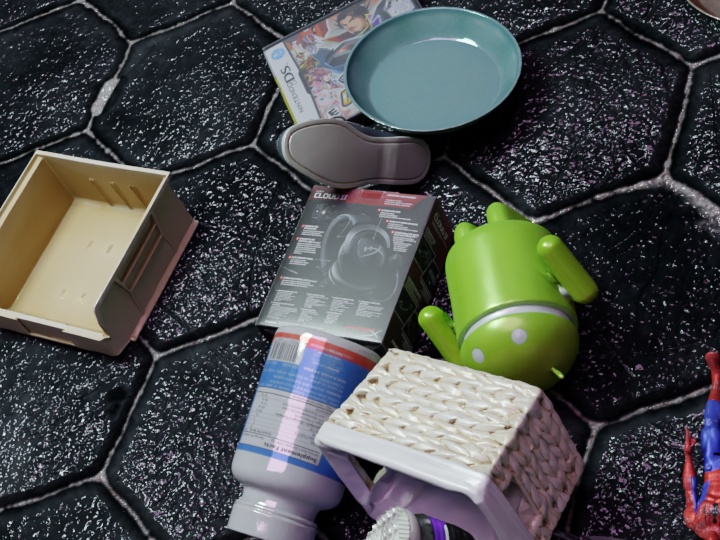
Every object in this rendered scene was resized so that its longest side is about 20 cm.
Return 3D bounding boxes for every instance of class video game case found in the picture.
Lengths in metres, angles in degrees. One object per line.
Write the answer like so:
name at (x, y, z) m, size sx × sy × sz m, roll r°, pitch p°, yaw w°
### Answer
video game case at (-0.003, -0.251, 1.629) m, size 0.200 × 0.026 × 0.181 m, roll -27°, pitch 51°, yaw 3°

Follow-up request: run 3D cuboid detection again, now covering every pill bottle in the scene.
pill bottle at (-0.058, 0.162, 1.298) m, size 0.112 × 0.112 × 0.200 m, roll 11°, pitch 77°, yaw 29°

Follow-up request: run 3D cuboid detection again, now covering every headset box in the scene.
headset box at (0.000, 0.000, 1.420) m, size 0.149 × 0.077 × 0.200 m, roll 6°, pitch 59°, yaw 26°

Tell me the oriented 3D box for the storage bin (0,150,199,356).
storage bin at (-0.323, -0.021, 1.557) m, size 0.200 × 0.094 × 0.199 m, roll 11°, pitch 62°, yaw 28°

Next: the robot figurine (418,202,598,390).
robot figurine at (0.146, 0.033, 1.310) m, size 0.175 × 0.116 × 0.200 m, roll -30°, pitch 48°, yaw 30°

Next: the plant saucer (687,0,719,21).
plant saucer at (0.451, -0.337, 1.499) m, size 0.200 × 0.032 × 0.200 m, roll -11°, pitch 54°, yaw 16°

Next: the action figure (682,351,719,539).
action figure at (0.319, 0.165, 1.193) m, size 0.065 × 0.052 × 0.200 m, roll 3°, pitch 61°, yaw 20°

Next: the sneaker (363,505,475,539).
sneaker at (0.035, 0.273, 1.189) m, size 0.200 × 0.099 × 0.070 m, roll -48°, pitch 38°, yaw 48°

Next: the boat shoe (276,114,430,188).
boat shoe at (-0.014, -0.128, 1.457) m, size 0.062 × 0.200 × 0.075 m, roll 15°, pitch 104°, yaw 49°

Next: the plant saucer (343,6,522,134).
plant saucer at (0.082, -0.218, 1.527) m, size 0.200 × 0.036 × 0.200 m, roll -5°, pitch 52°, yaw 6°

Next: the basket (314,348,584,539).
basket at (0.084, 0.167, 1.215) m, size 0.200 × 0.136 × 0.123 m, roll 14°, pitch 56°, yaw 43°

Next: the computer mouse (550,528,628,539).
computer mouse at (0.183, 0.316, 1.147) m, size 0.110 × 0.044 × 0.200 m, roll 6°, pitch 54°, yaw 20°
